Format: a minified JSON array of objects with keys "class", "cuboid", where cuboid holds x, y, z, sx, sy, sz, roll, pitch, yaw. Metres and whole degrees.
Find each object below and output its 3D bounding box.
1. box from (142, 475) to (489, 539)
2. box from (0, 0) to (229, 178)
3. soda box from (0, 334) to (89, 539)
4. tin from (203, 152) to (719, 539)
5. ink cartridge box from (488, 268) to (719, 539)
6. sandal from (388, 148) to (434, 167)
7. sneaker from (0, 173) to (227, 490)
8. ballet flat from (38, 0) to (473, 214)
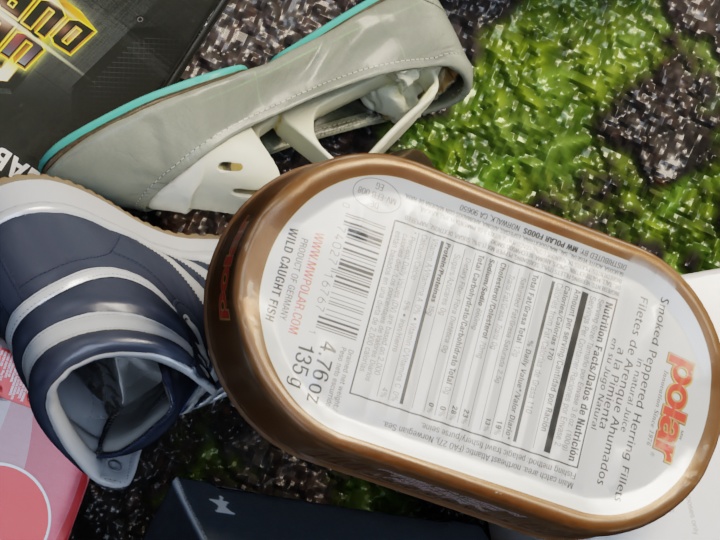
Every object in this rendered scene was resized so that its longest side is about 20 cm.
[{"class":"box","cuboid":[-0.034,0.198,0.873,0.148,0.107,0.201,12,116,-32]},{"class":"box","cuboid":[-0.152,-0.127,0.892,0.200,0.049,0.160,37,82,-38]},{"class":"soda box","cuboid":[-0.161,0.128,0.927,0.063,0.070,0.201,21,88,-8]},{"class":"tin","cuboid":[0.041,0.029,0.807,0.199,0.042,0.113,19,81,-18]},{"class":"ink cartridge box","cuboid":[0.159,0.078,0.930,0.199,0.147,0.147,-10,80,-10]},{"class":"sandal","cuboid":[0.000,0.000,0.904,0.054,0.200,0.082,-17,93,23]},{"class":"sneaker","cuboid":[-0.065,0.035,0.886,0.199,0.109,0.070,18,121,-43]},{"class":"ballet flat","cuboid":[-0.035,-0.058,0.921,0.199,0.067,0.064,-28,79,-28]}]
